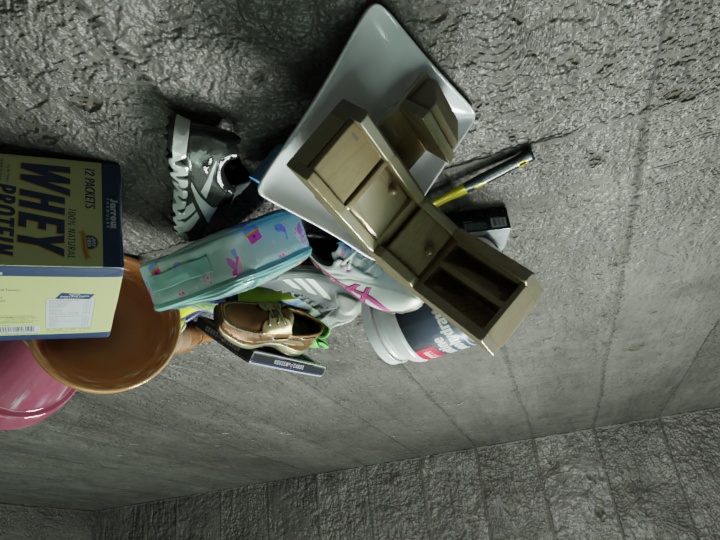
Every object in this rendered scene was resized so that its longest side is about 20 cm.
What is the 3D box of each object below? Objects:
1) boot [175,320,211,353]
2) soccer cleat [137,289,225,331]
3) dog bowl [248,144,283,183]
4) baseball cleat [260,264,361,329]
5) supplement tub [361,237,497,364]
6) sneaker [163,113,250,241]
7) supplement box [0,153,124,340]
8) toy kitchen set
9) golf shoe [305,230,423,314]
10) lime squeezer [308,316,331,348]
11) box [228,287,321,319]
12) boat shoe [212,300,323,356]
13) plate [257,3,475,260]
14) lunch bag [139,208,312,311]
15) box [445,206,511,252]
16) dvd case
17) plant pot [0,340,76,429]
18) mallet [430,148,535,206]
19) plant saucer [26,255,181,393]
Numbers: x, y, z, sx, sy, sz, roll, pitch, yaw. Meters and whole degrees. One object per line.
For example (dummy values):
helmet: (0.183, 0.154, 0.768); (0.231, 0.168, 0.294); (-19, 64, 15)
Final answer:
boot: (-0.366, 0.103, 1.003); (0.197, 0.075, 0.155); (15, -179, 12)
soccer cleat: (-0.307, 0.058, 0.901); (0.197, 0.085, 0.065); (-7, -174, -2)
dog bowl: (-0.039, -0.083, 0.690); (0.111, 0.050, 0.199); (30, -179, 42)
baseball cleat: (-0.075, 0.037, 0.898); (0.197, 0.108, 0.070); (-1, 180, -9)
supplement tub: (0.115, 0.049, 0.842); (0.198, 0.142, 0.140); (-23, 149, 27)
sneaker: (-0.173, -0.093, 0.673); (0.089, 0.067, 0.201); (4, 149, -12)
supplement box: (-0.386, -0.018, 0.674); (0.197, 0.136, 0.200); (1, 152, -29)
toy kitchen set: (0.079, -0.070, 0.540); (0.164, 0.180, 0.200); (-49, 137, -2)
golf shoe: (0.000, 0.000, 0.792); (0.198, 0.073, 0.092); (22, 172, 35)
lime squeezer: (-0.057, 0.106, 1.009); (0.070, 0.038, 0.200); (3, 150, -21)
box: (-0.125, 0.057, 0.991); (0.197, 0.048, 0.122); (-4, 152, -6)
boat shoe: (-0.137, 0.079, 0.913); (0.073, 0.077, 0.199); (-33, 149, 27)
plate: (0.011, -0.128, 0.597); (0.199, 0.032, 0.201); (27, 100, -47)
lunch bag: (-0.173, -0.008, 0.734); (0.198, 0.078, 0.160); (-17, -170, 36)
box: (0.116, -0.032, 0.884); (0.197, 0.038, 0.137); (-6, 152, -1)
dvd case: (-0.171, 0.135, 1.019); (0.149, 0.025, 0.199); (24, 177, 35)
plant pot: (-0.476, 0.105, 0.849); (0.178, 0.202, 0.199); (-33, 143, 30)
mallet: (0.135, -0.100, 0.767); (0.198, 0.042, 0.066); (-21, 148, 18)
plant saucer: (-0.349, 0.072, 0.802); (0.198, 0.203, 0.037); (10, 150, -28)
